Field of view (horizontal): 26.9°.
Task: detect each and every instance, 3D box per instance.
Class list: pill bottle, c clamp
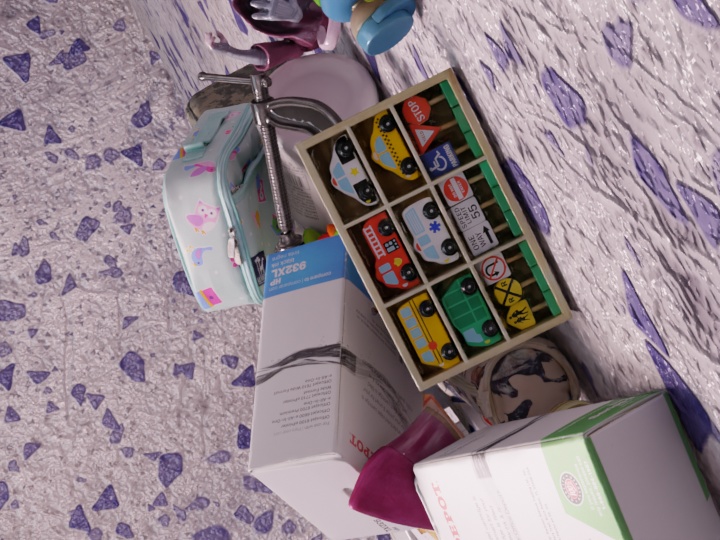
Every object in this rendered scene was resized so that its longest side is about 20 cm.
[{"bbox_3d":[-0.024,-0.099,1.416,0.115,0.114,0.200,57,171,35],"label":"pill bottle"},{"bbox_3d":[-0.055,-0.079,1.301,0.170,0.027,0.201,5,116,45],"label":"c clamp"}]

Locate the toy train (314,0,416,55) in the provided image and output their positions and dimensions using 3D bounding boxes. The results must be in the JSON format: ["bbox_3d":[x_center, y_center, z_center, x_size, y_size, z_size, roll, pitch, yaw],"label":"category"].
[{"bbox_3d":[-0.014,-0.233,1.029,0.116,0.085,0.200,49,169,16],"label":"toy train"}]

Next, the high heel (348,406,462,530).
[{"bbox_3d":[0.071,0.201,1.148,0.067,0.096,0.200,25,156,52],"label":"high heel"}]

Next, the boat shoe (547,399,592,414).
[{"bbox_3d":[0.177,0.169,1.169,0.063,0.073,0.201,44,168,53],"label":"boat shoe"}]

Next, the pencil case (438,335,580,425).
[{"bbox_3d":[0.112,0.086,1.229,0.200,0.089,0.078,-155,45,-79],"label":"pencil case"}]

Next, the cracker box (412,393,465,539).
[{"bbox_3d":[0.075,0.203,1.382,0.200,0.058,0.134,51,157,-14],"label":"cracker box"}]

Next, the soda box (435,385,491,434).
[{"bbox_3d":[0.124,0.122,1.357,0.200,0.068,0.064,54,171,47],"label":"soda box"}]

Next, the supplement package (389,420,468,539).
[{"bbox_3d":[0.096,0.224,1.578,0.111,0.155,0.200,61,172,7],"label":"supplement package"}]

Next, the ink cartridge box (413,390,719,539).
[{"bbox_3d":[0.143,0.173,1.029,0.200,0.084,0.146,-20,93,56],"label":"ink cartridge box"}]

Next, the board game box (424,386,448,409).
[{"bbox_3d":[0.020,0.066,1.555,0.200,0.043,0.200,-18,-103,-59],"label":"board game box"}]

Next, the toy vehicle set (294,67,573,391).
[{"bbox_3d":[0.053,-0.029,1.084,0.201,0.124,0.027,63,-177,-6],"label":"toy vehicle set"}]

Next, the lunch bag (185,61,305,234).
[{"bbox_3d":[-0.099,-0.132,1.712,0.168,0.139,0.200,67,172,-26],"label":"lunch bag"}]

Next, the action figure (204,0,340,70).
[{"bbox_3d":[-0.054,-0.240,1.322,0.148,0.135,0.200,16,173,14],"label":"action figure"}]

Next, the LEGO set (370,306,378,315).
[{"bbox_3d":[0.041,-0.025,1.211,0.154,0.116,0.200,55,169,46],"label":"LEGO set"}]

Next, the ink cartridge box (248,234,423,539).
[{"bbox_3d":[-0.014,0.096,1.216,0.145,0.083,0.201,48,-144,-47],"label":"ink cartridge box"}]

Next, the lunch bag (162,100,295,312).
[{"bbox_3d":[-0.119,-0.065,1.416,0.200,0.077,0.161,-76,-23,-61],"label":"lunch bag"}]

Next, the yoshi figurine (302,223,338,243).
[{"bbox_3d":[0.006,0.014,1.375,0.200,0.112,0.113,139,139,-63],"label":"yoshi figurine"}]
